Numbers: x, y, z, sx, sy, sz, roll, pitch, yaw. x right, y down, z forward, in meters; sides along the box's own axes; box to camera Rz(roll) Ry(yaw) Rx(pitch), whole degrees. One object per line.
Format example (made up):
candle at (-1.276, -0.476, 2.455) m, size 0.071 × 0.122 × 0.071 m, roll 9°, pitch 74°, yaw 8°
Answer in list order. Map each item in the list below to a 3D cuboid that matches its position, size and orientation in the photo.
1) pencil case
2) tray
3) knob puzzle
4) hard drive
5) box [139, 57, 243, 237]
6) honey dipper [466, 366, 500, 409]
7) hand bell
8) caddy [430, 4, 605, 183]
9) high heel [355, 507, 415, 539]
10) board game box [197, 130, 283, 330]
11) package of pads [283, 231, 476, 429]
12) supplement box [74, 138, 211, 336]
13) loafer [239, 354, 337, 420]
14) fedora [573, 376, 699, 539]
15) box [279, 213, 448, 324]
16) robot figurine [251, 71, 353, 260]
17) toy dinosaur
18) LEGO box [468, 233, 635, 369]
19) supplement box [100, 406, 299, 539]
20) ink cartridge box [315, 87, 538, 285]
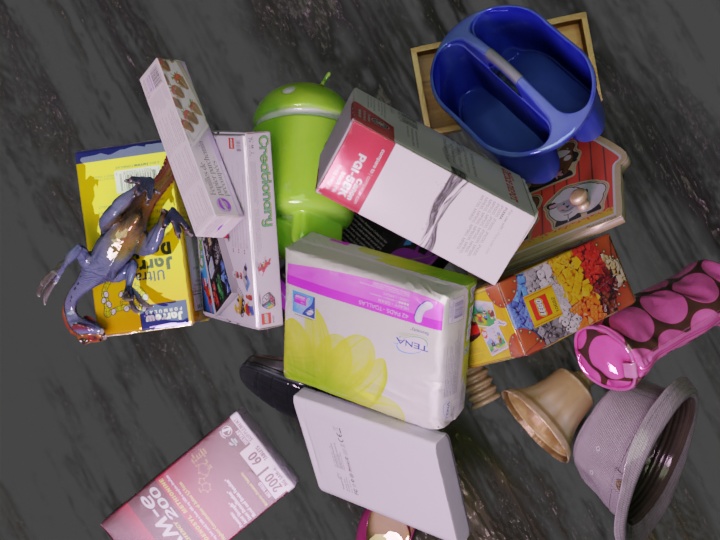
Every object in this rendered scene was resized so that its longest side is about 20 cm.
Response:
pencil case at (0.321, 0.058, 1.436) m, size 0.199 × 0.093 × 0.092 m, roll -27°, pitch 134°, yaw -29°
tray at (0.161, -0.216, 1.516) m, size 0.197 × 0.037 × 0.100 m, roll -11°, pitch 90°, yaw 3°
knob puzzle at (0.190, -0.090, 1.446) m, size 0.219 × 0.220 × 0.031 m, roll -36°, pitch 121°, yaw 3°
hard drive at (0.021, 0.203, 1.431) m, size 0.027 × 0.199 × 0.133 m, roll -37°, pitch 126°, yaw -36°
box at (-0.176, -0.128, 1.408) m, size 0.041 × 0.038 × 0.202 m, roll -43°, pitch 60°, yaw 38°
honey dipper at (0.098, 0.057, 1.522) m, size 0.038 × 0.038 × 0.202 m, roll -25°, pitch 85°, yaw 2°
hand bell at (0.260, 0.104, 1.500) m, size 0.200 × 0.104 × 0.104 m, roll -43°, pitch 88°, yaw -11°
caddy at (0.162, -0.187, 1.412) m, size 0.141 × 0.105 × 0.200 m, roll -42°, pitch 56°, yaw 0°
high heel at (0.035, 0.268, 1.492) m, size 0.067 × 0.096 × 0.203 m, roll 15°, pitch 91°, yaw 2°
board game box at (-0.132, -0.046, 1.433) m, size 0.034 × 0.126 × 0.203 m, roll -9°, pitch 101°, yaw -32°
package of pads at (0.015, 0.063, 1.375) m, size 0.198 × 0.068 × 0.156 m, roll 16°, pitch 117°, yaw 28°
supplement box at (-0.237, -0.035, 1.496) m, size 0.108 × 0.109 × 0.203 m, roll -8°, pitch 90°, yaw 4°
loafer at (-0.037, 0.127, 1.519) m, size 0.198 × 0.073 × 0.073 m, roll 17°, pitch 53°, yaw 8°
fedora at (0.287, 0.191, 1.458) m, size 0.090 × 0.202 × 0.177 m, roll 26°, pitch 48°, yaw 28°
box at (0.000, 0.000, 1.496) m, size 0.200 × 0.036 × 0.143 m, roll -49°, pitch 61°, yaw 4°
robot figurine at (-0.063, -0.113, 1.475) m, size 0.174 × 0.115 × 0.203 m, roll -13°, pitch 69°, yaw 39°
toy dinosaur at (-0.247, -0.012, 1.419) m, size 0.105 × 0.201 × 0.181 m, roll 40°, pitch 128°, yaw -11°
LEGO box at (0.163, 0.039, 1.413) m, size 0.148 × 0.200 × 0.078 m, roll -22°, pitch 90°, yaw -26°
supplement box at (-0.178, 0.257, 1.520) m, size 0.199 × 0.061 × 0.109 m, roll -40°, pitch 89°, yaw 3°
ink cartridge box at (0.062, -0.084, 1.327) m, size 0.198 × 0.147 × 0.083 m, roll 27°, pitch 107°, yaw -8°
